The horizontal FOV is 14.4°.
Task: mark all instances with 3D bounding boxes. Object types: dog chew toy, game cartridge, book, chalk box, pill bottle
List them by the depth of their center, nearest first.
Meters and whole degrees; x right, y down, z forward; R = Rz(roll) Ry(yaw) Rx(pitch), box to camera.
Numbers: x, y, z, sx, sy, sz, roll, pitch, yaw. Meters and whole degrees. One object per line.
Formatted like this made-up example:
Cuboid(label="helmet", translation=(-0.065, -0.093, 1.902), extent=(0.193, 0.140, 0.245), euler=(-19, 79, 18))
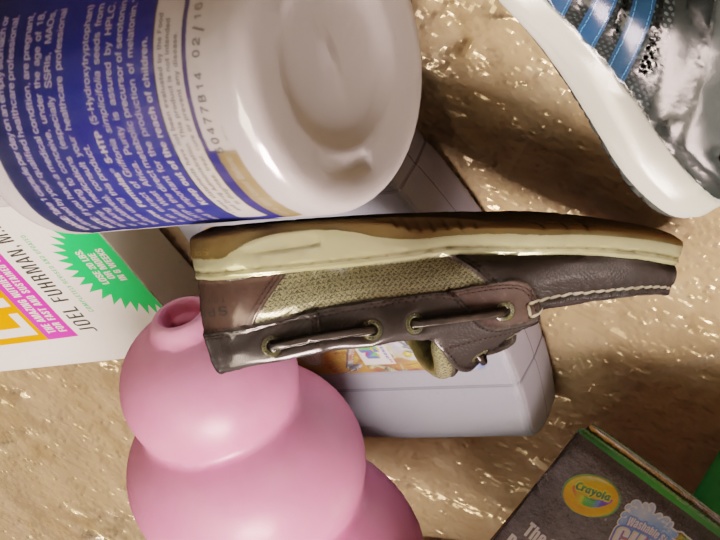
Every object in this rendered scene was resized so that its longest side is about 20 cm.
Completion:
Cuboid(label="pill bottle", translation=(-0.088, -0.075, 1.123), extent=(0.200, 0.120, 0.120), euler=(-4, 134, 36))
Cuboid(label="chalk box", translation=(0.127, 0.158, 1.215), extent=(0.124, 0.200, 0.124), euler=(38, 177, 45))
Cuboid(label="game cartridge", translation=(0.000, 0.000, 1.232), extent=(0.133, 0.042, 0.200), euler=(0, 136, 39))
Cuboid(label="dog chew toy", translation=(-0.046, 0.097, 1.257), extent=(0.124, 0.125, 0.200), euler=(2, 129, 31))
Cuboid(label="book", translation=(-0.179, -0.006, 1.339), extent=(0.200, 0.048, 0.134), euler=(-8, 135, 37))

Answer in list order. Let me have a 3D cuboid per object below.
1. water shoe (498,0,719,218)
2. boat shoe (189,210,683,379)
Cuboid(label="water shoe", translation=(0.094, -0.111, 1.023), extent=(0.079, 0.072, 0.200), euler=(-29, 119, 18))
Cuboid(label="boat shoe", translation=(0.031, 0.010, 1.127), extent=(0.199, 0.065, 0.073), euler=(-1, -176, -13))
